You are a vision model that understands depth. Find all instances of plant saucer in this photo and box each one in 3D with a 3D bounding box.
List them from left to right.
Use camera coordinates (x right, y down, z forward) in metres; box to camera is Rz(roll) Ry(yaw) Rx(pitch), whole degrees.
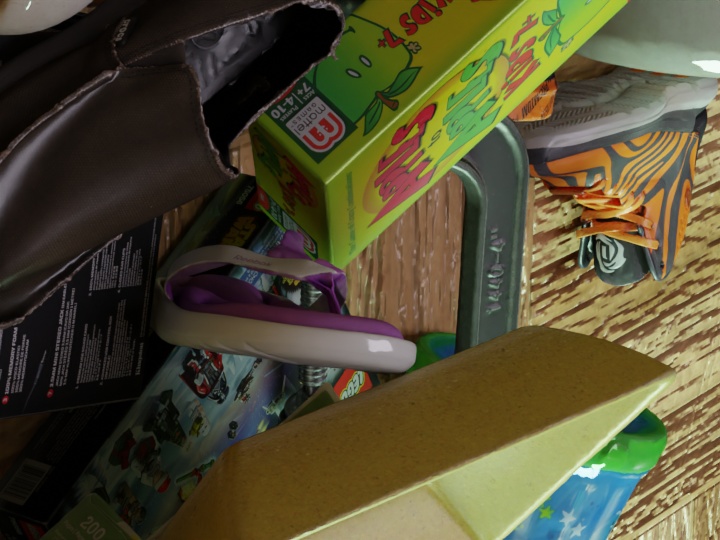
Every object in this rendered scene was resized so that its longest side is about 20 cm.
[{"bbox_3d":[-0.003,0.090,1.030,0.199,0.049,0.200,-21,164,-29],"label":"plant saucer"}]

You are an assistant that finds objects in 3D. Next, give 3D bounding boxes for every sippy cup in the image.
[{"bbox_3d":[0.070,0.116,1.349,0.177,0.140,0.131,14,101,-31],"label":"sippy cup"}]

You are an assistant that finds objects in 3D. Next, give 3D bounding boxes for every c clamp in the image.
[{"bbox_3d":[0.000,0.000,1.183,0.170,0.027,0.201,-17,119,-25],"label":"c clamp"}]

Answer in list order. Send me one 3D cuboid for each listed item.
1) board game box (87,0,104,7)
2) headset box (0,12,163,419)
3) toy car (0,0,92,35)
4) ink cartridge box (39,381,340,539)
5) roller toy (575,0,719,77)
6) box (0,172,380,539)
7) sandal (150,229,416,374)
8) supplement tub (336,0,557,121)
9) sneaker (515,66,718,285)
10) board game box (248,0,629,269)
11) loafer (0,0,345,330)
[{"bbox_3d":[-0.114,-0.195,0.983,0.030,0.095,0.201,-54,145,-62],"label":"board game box"},{"bbox_3d":[-0.161,-0.022,0.994,0.199,0.077,0.150,-7,107,-54],"label":"headset box"},{"bbox_3d":[-0.141,-0.176,0.855,0.174,0.150,0.202,14,84,-23],"label":"toy car"},{"bbox_3d":[-0.072,0.144,1.126,0.200,0.048,0.146,-43,136,-12],"label":"ink cartridge box"},{"bbox_3d":[0.183,-0.179,1.347,0.199,0.181,0.141,-16,114,-52],"label":"roller toy"},{"bbox_3d":[-0.073,0.075,1.191,0.200,0.040,0.137,-55,142,-29],"label":"box"},{"bbox_3d":[-0.040,0.008,1.046,0.082,0.202,0.050,6,91,-23],"label":"sandal"},{"bbox_3d":[0.052,-0.174,1.212,0.122,0.122,0.202,-8,108,-54],"label":"supplement tub"},{"bbox_3d":[0.132,-0.043,1.418,0.199,0.077,0.113,-16,113,-53],"label":"sneaker"},{"bbox_3d":[0.042,-0.096,1.094,0.200,0.048,0.102,-43,165,-14],"label":"board game box"},{"bbox_3d":[-0.081,-0.052,0.952,0.200,0.071,0.073,-48,138,-20],"label":"loafer"}]
